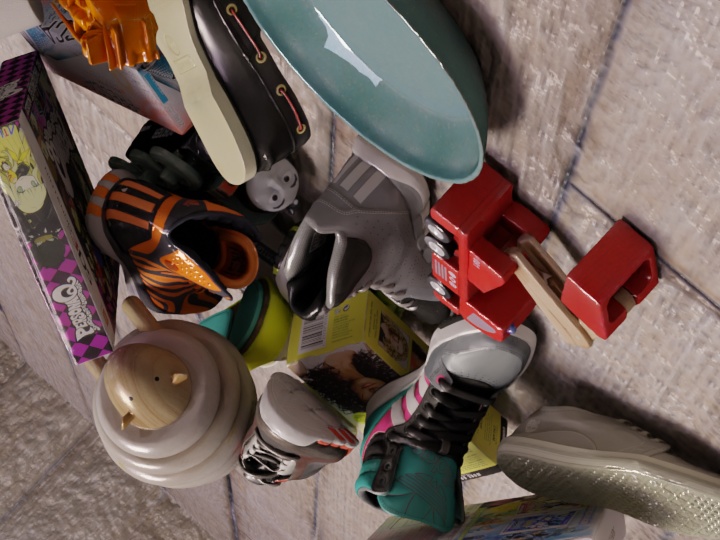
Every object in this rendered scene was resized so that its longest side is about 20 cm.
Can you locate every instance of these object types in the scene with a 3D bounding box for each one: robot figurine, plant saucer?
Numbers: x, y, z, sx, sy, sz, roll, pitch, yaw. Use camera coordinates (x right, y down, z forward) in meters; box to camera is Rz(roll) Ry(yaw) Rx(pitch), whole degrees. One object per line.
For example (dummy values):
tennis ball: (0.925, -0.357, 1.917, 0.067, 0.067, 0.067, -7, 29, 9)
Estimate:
robot figurine: (-0.178, -0.212, 1.253, 0.200, 0.058, 0.146, -130, 30, -50)
plant saucer: (0.005, -0.134, 1.145, 0.200, 0.036, 0.200, 41, 165, 13)

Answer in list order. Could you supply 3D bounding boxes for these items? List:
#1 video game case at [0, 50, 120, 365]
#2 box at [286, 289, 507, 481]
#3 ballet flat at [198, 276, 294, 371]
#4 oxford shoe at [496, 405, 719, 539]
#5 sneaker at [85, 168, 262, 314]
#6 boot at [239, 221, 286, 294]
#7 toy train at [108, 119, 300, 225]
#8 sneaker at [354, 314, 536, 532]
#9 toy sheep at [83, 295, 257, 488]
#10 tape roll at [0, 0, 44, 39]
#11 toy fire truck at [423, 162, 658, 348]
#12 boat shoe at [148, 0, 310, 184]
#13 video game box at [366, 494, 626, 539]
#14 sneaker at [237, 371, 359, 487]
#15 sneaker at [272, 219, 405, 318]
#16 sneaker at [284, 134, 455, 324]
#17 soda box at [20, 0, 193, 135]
video game case: (-0.223, -0.050, 1.474, 0.200, 0.036, 0.182, -104, -5, -70)
box: (0.031, 0.094, 1.531, 0.075, 0.050, 0.200, -19, 138, 31)
ballet flat: (-0.081, 0.051, 1.607, 0.067, 0.067, 0.200, 18, 162, -16)
oxford shoe: (0.183, 0.130, 1.354, 0.199, 0.058, 0.075, 12, 144, 38)
sneaker: (-0.119, -0.002, 1.502, 0.111, 0.078, 0.200, 19, 169, 24)
boot: (-0.093, -0.006, 1.660, 0.200, 0.073, 0.090, 41, 159, 9)
toy train: (-0.114, -0.079, 1.528, 0.114, 0.086, 0.200, 36, 166, -19)
sneaker: (0.055, 0.116, 1.406, 0.083, 0.121, 0.200, 19, 145, -17)
toy sheep: (-0.140, 0.100, 1.530, 0.138, 0.138, 0.200, 37, 178, 25)
tape roll: (-0.263, -0.254, 1.353, 0.203, 0.037, 0.204, 160, 90, -88)
toy fire truck: (0.106, 0.004, 1.221, 0.141, 0.049, 0.200, 39, 164, 17)
boat shoe: (-0.097, -0.157, 1.291, 0.074, 0.063, 0.202, 6, 125, 63)
video game box: (0.090, 0.198, 1.424, 0.200, 0.181, 0.047, -21, -82, -77)
sneaker: (-0.052, 0.131, 1.486, 0.077, 0.082, 0.200, 44, 180, 11)
sneaker: (-0.001, 0.041, 1.555, 0.076, 0.076, 0.200, 21, 160, 33)
sneaker: (0.000, 0.000, 1.357, 0.075, 0.116, 0.200, 34, 161, 33)
soda box: (-0.177, -0.166, 1.480, 0.199, 0.064, 0.069, 26, 157, 48)
